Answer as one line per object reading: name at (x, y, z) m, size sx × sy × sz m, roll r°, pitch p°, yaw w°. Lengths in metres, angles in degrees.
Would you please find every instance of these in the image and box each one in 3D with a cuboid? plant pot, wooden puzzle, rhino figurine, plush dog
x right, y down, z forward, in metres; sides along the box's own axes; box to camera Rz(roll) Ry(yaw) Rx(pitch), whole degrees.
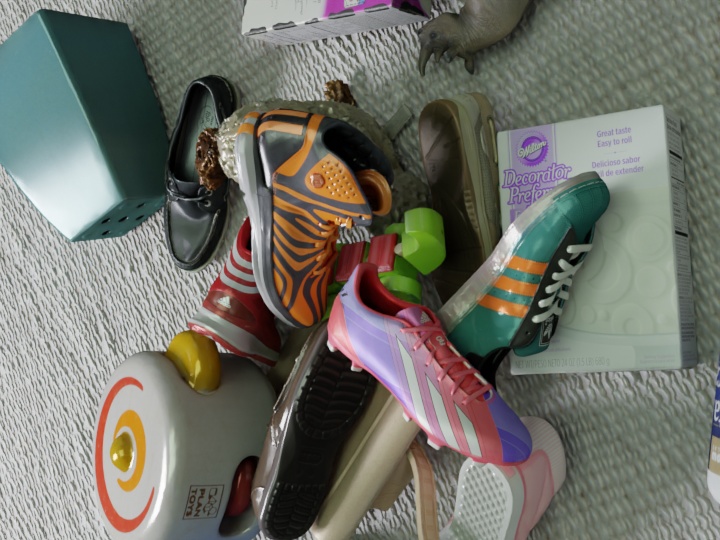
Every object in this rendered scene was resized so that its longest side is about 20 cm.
plant pot at (-0.290, -0.142, 1.115) m, size 0.140 × 0.141 × 0.202 m, roll -32°, pitch 81°, yaw 26°
wooden puzzle at (-0.016, 0.117, 0.963) m, size 0.187 × 0.037 × 0.200 m, roll -59°, pitch 38°, yaw 15°
rhino figurine at (0.114, -0.246, 0.917) m, size 0.200 × 0.059 × 0.088 m, roll -48°, pitch 63°, yaw 22°
plush dog at (-0.051, -0.105, 0.943) m, size 0.197 × 0.171 × 0.164 m, roll -5°, pitch 84°, yaw 31°

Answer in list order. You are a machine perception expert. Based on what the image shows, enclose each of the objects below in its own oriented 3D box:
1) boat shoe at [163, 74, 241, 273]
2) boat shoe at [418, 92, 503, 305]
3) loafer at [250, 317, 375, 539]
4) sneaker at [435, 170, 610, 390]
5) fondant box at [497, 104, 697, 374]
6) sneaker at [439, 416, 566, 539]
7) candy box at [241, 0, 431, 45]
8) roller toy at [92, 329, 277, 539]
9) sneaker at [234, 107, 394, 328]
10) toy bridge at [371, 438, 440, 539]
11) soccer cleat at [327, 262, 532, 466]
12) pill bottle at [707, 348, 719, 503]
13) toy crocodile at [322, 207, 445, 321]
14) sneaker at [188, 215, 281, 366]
boat shoe at (-0.165, -0.098, 1.067) m, size 0.073 × 0.066 × 0.203 m, roll 16°, pitch 94°, yaw 10°
boat shoe at (0.097, -0.049, 0.910) m, size 0.072 × 0.064 × 0.204 m, roll 7°, pitch 111°, yaw 49°
loafer at (-0.051, 0.126, 0.912) m, size 0.071 × 0.072 × 0.203 m, roll 26°, pitch 93°, yaw 55°
sneaker at (0.135, 0.016, 0.823) m, size 0.080 × 0.071 × 0.201 m, roll 51°, pitch 122°, yaw 23°
fondant box at (0.190, -0.019, 0.860) m, size 0.142 × 0.058 × 0.204 m, roll -6°, pitch 84°, yaw 31°
sneaker at (0.119, 0.204, 0.892) m, size 0.075 × 0.104 × 0.203 m, roll 33°, pitch 133°, yaw 25°
candy box at (-0.023, -0.291, 0.981) m, size 0.198 × 0.060 × 0.139 m, roll 3°, pitch 89°, yaw 42°
roller toy at (-0.167, 0.168, 0.991) m, size 0.199 × 0.138 × 0.186 m, roll -35°, pitch 59°, yaw 45°
sneaker at (-0.027, -0.032, 0.839) m, size 0.110 × 0.078 × 0.202 m, roll 5°, pitch 131°, yaw 20°
toy bridge at (0.029, 0.176, 0.914) m, size 0.068 × 0.027 × 0.201 m, roll -55°, pitch 35°, yaw 20°
soccer cleat at (0.053, 0.073, 0.815) m, size 0.199 × 0.066 × 0.077 m, roll 37°, pitch 121°, yaw 29°
pill bottle at (0.305, 0.116, 0.751) m, size 0.109 × 0.110 × 0.204 m, roll 6°, pitch 90°, yaw 31°
toy crocodile at (0.000, 0.000, 0.919) m, size 0.198 × 0.061 × 0.069 m, roll -19°, pitch 53°, yaw 44°
sneaker at (-0.087, 0.018, 0.965) m, size 0.077 × 0.200 × 0.117 m, roll 28°, pitch 88°, yaw 2°
